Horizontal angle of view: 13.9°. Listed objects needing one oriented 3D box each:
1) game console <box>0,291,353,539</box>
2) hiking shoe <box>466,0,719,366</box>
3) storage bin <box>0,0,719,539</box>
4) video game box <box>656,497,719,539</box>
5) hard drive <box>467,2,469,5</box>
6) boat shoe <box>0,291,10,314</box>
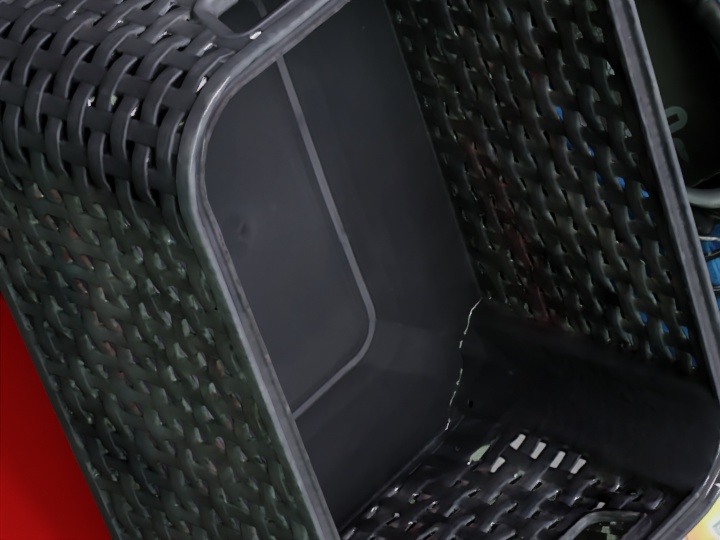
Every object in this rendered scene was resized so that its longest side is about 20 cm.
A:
[{"bbox_3d":[-0.118,0.101,0.787,0.200,0.119,0.172,13,138,-22],"label":"game console"},{"bbox_3d":[0.089,-0.014,0.769,0.074,0.087,0.200,-36,106,3],"label":"hiking shoe"},{"bbox_3d":[0.000,0.000,0.703,0.135,0.094,0.200,-42,131,-29],"label":"storage bin"},{"bbox_3d":[0.169,0.005,0.850,0.182,0.047,0.200,-8,98,-3],"label":"video game box"},{"bbox_3d":[0.031,-0.169,0.783,0.135,0.042,0.200,-25,109,19],"label":"hard drive"},{"bbox_3d":[-0.086,0.017,0.812,0.200,0.063,0.073,-44,116,0],"label":"boat shoe"}]
